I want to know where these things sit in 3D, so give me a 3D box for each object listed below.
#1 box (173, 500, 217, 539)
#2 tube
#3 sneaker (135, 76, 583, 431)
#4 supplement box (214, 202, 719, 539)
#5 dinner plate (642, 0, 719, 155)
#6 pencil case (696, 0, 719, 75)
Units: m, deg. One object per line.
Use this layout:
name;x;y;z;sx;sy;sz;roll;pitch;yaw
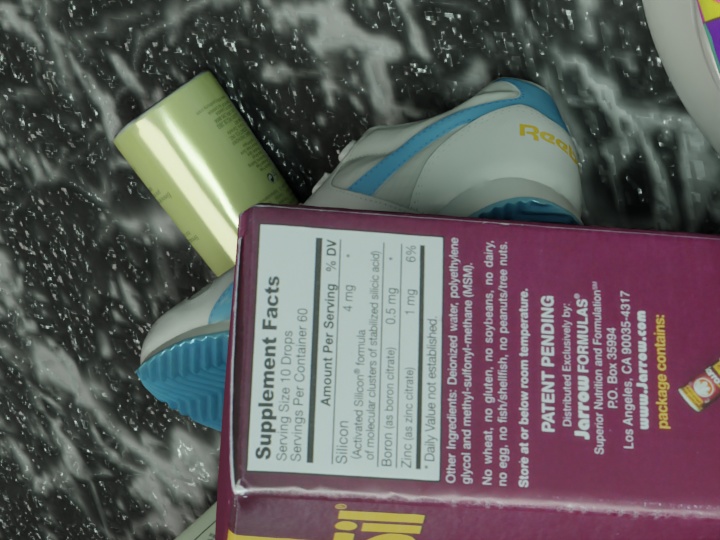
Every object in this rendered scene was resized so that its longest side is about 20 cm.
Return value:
box;-0.048;0.195;1.036;0.127;0.200;0.109;13;129;37
tube;-0.027;0.011;0.978;0.200;0.058;0.052;54;141;-6
sneaker;0.000;0.000;0.885;0.199;0.081;0.076;-26;132;27
supplement box;0.053;0.056;0.790;0.199;0.104;0.131;3;154;-4
dinner plate;0.169;-0.077;0.748;0.199;0.024;0.201;24;136;26
pencil case;0.137;-0.077;0.680;0.088;0.088;0.201;-11;92;47
